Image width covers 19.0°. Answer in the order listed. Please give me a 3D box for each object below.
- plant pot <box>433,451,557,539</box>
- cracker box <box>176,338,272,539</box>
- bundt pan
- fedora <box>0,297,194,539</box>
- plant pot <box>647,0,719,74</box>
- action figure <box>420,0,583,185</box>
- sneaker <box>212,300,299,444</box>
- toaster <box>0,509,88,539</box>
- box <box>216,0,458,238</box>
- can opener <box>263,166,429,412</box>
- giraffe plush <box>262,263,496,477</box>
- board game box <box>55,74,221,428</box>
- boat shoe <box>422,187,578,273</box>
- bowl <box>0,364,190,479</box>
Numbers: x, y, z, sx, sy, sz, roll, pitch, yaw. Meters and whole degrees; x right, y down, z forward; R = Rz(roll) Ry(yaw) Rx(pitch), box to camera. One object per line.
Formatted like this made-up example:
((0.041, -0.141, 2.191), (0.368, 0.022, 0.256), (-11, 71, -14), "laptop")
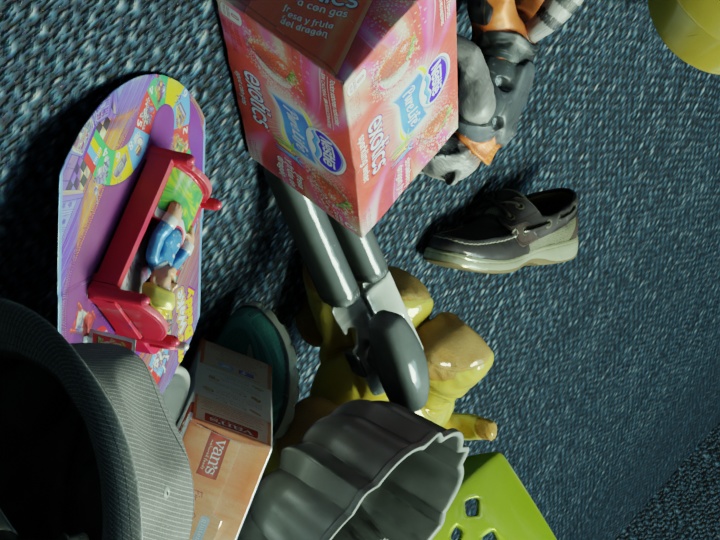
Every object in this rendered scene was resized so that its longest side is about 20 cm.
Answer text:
((0.078, 0.315, 2.075), (0.181, 0.201, 0.199), (-35, -177, -30), "plant pot")
((-0.103, 0.134, 1.349), (0.200, 0.057, 0.135), (-105, -143, -78), "cracker box")
((-0.020, 0.167, 1.402), (0.202, 0.076, 0.202), (-46, 157, -25), "bundt pan")
((-0.145, 0.105, 1.073), (0.090, 0.176, 0.202), (-12, 100, -48), "fedora")
((0.318, -0.251, 1.728), (0.201, 0.201, 0.189), (-47, 178, -18), "plant pot")
((0.083, -0.147, 1.433), (0.195, 0.104, 0.200), (-66, 163, 9), "action figure")
((-0.107, 0.112, 1.479), (0.079, 0.077, 0.201), (-9, 133, -55), "sneaker")
((-0.263, 0.161, 1.006), (0.199, 0.119, 0.182), (1, 128, -41), "toaster")
((-0.008, -0.119, 1.248), (0.103, 0.094, 0.200), (-49, 162, -17), "box")
((0.000, 0.000, 1.404), (0.053, 0.066, 0.201), (-41, 121, -28), "can opener")
((-0.011, 0.104, 1.539), (0.162, 0.172, 0.201), (-46, 146, -22), "giraffe plush")
((-0.107, -0.004, 1.167), (0.158, 0.039, 0.202), (-33, 131, -61), "board game box")
((0.121, -0.037, 1.807), (0.199, 0.072, 0.065), (-8, 109, -51), "boat shoe")
((-0.199, 0.125, 1.239), (0.201, 0.074, 0.200), (-61, 161, 13), "bowl")
